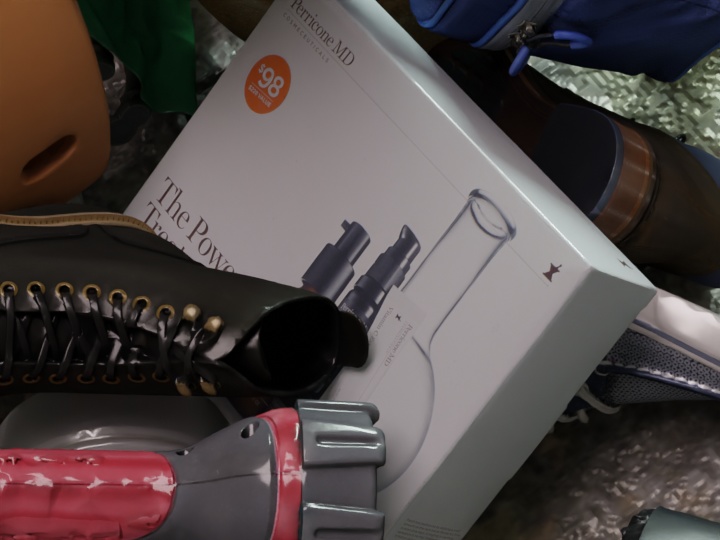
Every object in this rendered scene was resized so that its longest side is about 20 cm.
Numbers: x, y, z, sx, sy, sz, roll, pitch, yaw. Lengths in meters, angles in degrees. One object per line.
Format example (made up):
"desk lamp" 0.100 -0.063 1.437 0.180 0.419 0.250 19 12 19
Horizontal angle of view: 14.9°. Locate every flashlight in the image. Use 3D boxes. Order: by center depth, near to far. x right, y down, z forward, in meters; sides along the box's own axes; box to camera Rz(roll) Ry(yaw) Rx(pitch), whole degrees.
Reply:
"flashlight" -0.092 0.078 0.969 0.199 0.068 0.068 2 25 -7

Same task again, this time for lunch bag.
"lunch bag" 0.087 -0.170 1.086 0.132 0.136 0.201 13 75 -10

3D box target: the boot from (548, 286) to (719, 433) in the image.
"boot" 0.076 0.041 1.089 0.200 0.073 0.091 21 88 26

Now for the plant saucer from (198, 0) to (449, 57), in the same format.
"plant saucer" -0.005 -0.179 1.189 0.200 0.201 0.035 -7 12 14

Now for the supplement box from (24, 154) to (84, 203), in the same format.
"supplement box" -0.199 -0.062 1.235 0.126 0.074 0.200 -20 55 5

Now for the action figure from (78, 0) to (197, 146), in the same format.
"action figure" -0.110 -0.149 1.259 0.055 0.118 0.200 -20 44 20

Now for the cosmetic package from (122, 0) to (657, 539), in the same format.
"cosmetic package" 0.000 0.000 1.063 0.151 0.052 0.200 -52 53 14

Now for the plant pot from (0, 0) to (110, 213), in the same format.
"plant pot" -0.191 -0.076 1.093 0.140 0.200 0.200 -24 51 -19

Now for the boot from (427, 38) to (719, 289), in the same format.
"boot" 0.088 -0.039 1.137 0.075 0.097 0.200 -61 28 7

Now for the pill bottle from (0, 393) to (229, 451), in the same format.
"pill bottle" -0.088 0.148 1.035 0.113 0.114 0.200 -15 55 9

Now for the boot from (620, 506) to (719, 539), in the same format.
"boot" 0.178 0.106 0.995 0.168 0.076 0.201 13 69 21

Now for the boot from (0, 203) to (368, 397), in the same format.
"boot" -0.107 0.020 0.986 0.138 0.078 0.200 16 23 38
